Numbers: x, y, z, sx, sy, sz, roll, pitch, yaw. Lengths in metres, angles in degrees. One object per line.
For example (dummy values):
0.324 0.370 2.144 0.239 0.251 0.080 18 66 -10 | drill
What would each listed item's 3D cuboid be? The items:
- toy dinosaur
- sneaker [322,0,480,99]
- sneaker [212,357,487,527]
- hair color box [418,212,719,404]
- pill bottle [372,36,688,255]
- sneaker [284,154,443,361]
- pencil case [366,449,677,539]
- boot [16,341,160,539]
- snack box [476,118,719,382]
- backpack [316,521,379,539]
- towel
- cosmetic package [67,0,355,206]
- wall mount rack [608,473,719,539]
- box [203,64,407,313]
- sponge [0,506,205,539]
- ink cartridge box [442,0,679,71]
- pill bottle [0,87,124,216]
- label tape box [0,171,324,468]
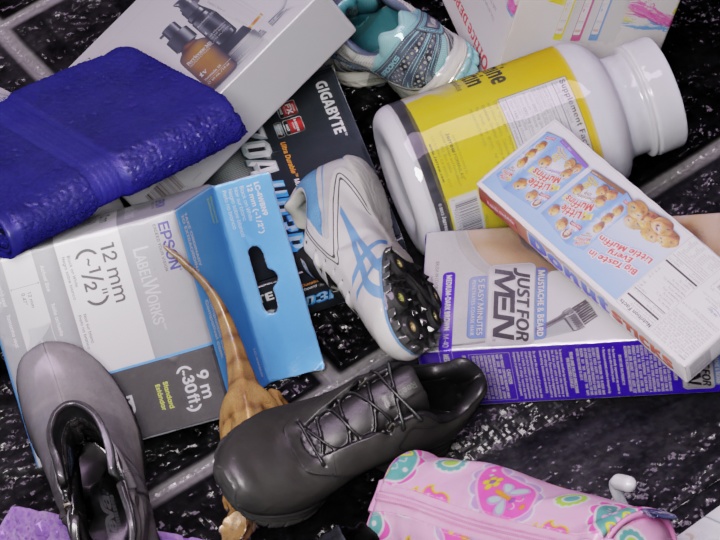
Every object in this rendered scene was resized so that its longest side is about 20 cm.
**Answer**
-0.071 0.086 1.632 0.060 0.106 0.200 -15 64 8 | toy dinosaur
0.007 -0.178 1.860 0.078 0.086 0.200 -56 34 -7 | sneaker
-0.005 0.094 1.584 0.200 0.091 0.076 -21 73 -40 | sneaker
0.141 0.026 1.683 0.200 0.065 0.109 -3 47 8 | hair color box
0.117 -0.091 1.765 0.200 0.112 0.112 -20 46 -6 | pill bottle
0.000 0.000 1.669 0.072 0.072 0.200 -36 36 10 | sneaker
0.094 0.161 1.518 0.200 0.087 0.087 11 48 45 | pencil case
-0.166 0.106 1.559 0.070 0.132 0.200 -24 63 -7 | boot
0.165 -0.016 1.643 0.072 0.024 0.200 -40 59 -11 | snack box
-0.039 0.236 1.432 0.200 0.191 0.154 -26 73 -10 | backpack
-0.193 -0.076 1.703 0.200 0.050 0.148 -30 41 -30 | towel
-0.121 -0.145 1.826 0.200 0.052 0.151 -46 41 -3 | cosmetic package
0.246 0.134 1.519 0.200 0.075 0.174 -33 27 -21 | wall mount rack
-0.065 -0.047 1.813 0.159 0.046 0.200 -18 45 -3 | box
-0.149 0.212 1.598 0.200 0.030 0.112 8 50 19 | sponge
0.148 -0.217 1.829 0.125 0.200 0.129 1 42 -19 | ink cartridge box
-0.234 -0.039 1.800 0.112 0.112 0.200 -33 48 -18 | pill bottle
-0.136 0.031 1.684 0.200 0.143 0.066 -15 11 0 | label tape box
